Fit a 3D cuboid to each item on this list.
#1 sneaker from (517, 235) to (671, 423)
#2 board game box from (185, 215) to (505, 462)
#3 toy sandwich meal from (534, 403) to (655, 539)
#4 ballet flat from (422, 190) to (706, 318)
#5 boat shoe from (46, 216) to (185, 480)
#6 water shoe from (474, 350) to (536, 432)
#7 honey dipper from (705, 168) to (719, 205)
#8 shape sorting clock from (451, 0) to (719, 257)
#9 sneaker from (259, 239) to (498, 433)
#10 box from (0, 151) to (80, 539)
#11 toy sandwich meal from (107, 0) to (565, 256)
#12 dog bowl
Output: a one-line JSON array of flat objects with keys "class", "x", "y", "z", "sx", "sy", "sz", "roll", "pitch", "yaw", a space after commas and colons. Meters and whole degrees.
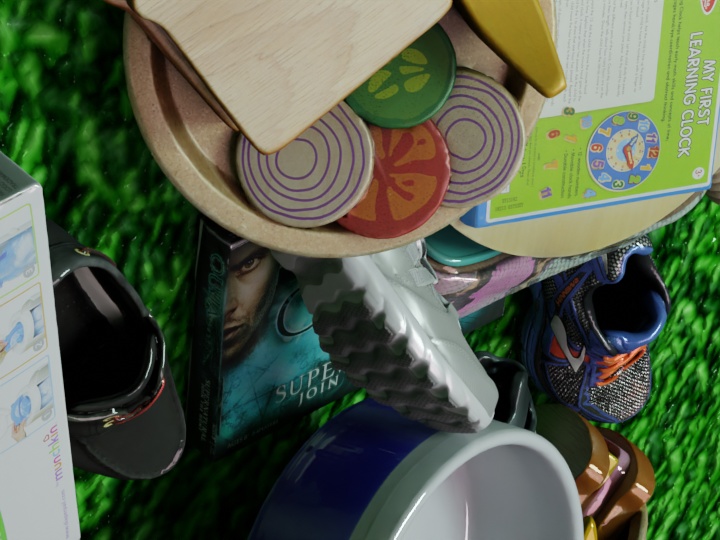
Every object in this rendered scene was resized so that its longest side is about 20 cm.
[{"class": "sneaker", "x": 0.132, "y": 0.027, "z": 1.413, "sx": 0.075, "sy": 0.078, "sz": 0.200, "roll": -42, "pitch": 144, "yaw": -14}, {"class": "board game box", "x": 0.000, "y": 0.000, "z": 1.277, "sx": 0.200, "sy": 0.028, "sz": 0.136, "roll": -26, "pitch": 138, "yaw": -35}, {"class": "toy sandwich meal", "x": 0.080, "y": 0.166, "z": 1.433, "sx": 0.205, "sy": 0.205, "sz": 0.070, "roll": -47, "pitch": 107, "yaw": -9}, {"class": "ballet flat", "x": 0.089, "y": -0.021, "z": 1.292, "sx": 0.199, "sy": 0.069, "sz": 0.071, "roll": -22, "pitch": 154, "yaw": -33}, {"class": "boat shoe", "x": -0.121, "y": 0.045, "z": 1.145, "sx": 0.074, "sy": 0.063, "sz": 0.202, "roll": -47, "pitch": 147, "yaw": -14}, {"class": "water shoe", "x": 0.017, "y": 0.113, "z": 1.369, "sx": 0.200, "sy": 0.071, "sz": 0.079, "roll": -40, "pitch": 142, "yaw": -36}, {"class": "honey dipper", "x": 0.170, "y": -0.092, "z": 1.391, "sx": 0.038, "sy": 0.038, "sz": 0.200, "roll": -51, "pitch": 145, "yaw": -2}, {"class": "shape sorting clock", "x": 0.107, "y": -0.097, "z": 1.183, "sx": 0.199, "sy": 0.039, "sz": 0.201, "roll": -11, "pitch": 123, "yaw": -18}, {"class": "sneaker", "x": 0.011, "y": -0.011, "z": 1.179, "sx": 0.082, "sy": 0.075, "sz": 0.200, "roll": -46, "pitch": 114, "yaw": -27}, {"class": "box", "x": -0.187, "y": 0.036, "z": 1.012, "sx": 0.101, "sy": 0.112, "sz": 0.201, "roll": -31, "pitch": 141, "yaw": -29}, {"class": "toy sandwich meal", "x": -0.007, "y": -0.097, "z": 1.065, "sx": 0.204, "sy": 0.070, "sz": 0.206, "roll": -3, "pitch": 106, "yaw": -11}, {"class": "dog bowl", "x": 0.024, "y": 0.165, "z": 1.268, "sx": 0.200, "sy": 0.079, "sz": 0.201, "roll": -25, "pitch": 123, "yaw": -47}]
